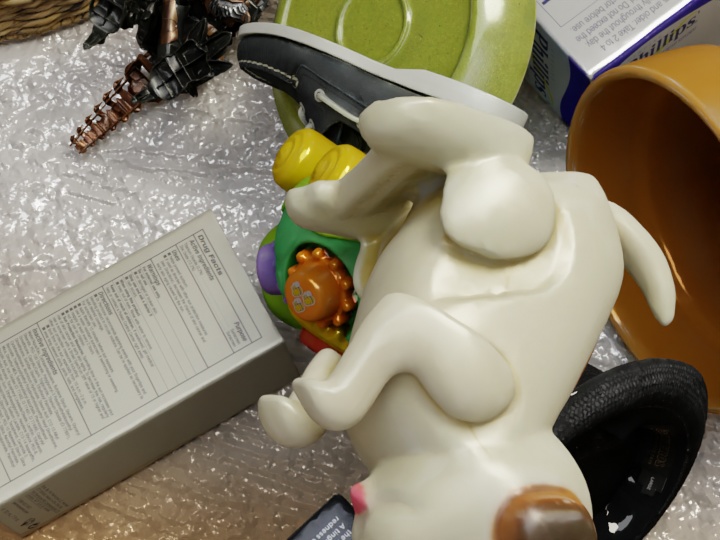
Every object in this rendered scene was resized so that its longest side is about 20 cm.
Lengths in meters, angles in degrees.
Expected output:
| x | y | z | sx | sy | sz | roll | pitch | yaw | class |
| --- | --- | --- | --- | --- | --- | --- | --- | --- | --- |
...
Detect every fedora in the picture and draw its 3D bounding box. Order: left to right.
| x | y | z | sx | sy | sz | roll | pitch | yaw | class |
| --- | --- | --- | --- | --- | --- | --- | --- | --- | --- |
| 0.095 | 0.099 | 0.797 | 0.200 | 0.201 | 0.092 | -39 | 55 | -10 | fedora |

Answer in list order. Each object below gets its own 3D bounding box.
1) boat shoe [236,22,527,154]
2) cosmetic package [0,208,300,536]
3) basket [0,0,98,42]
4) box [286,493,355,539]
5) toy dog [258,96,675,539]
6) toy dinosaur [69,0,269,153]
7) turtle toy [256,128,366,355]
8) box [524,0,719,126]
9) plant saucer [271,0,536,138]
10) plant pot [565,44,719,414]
| x | y | z | sx | sy | sz | roll | pitch | yaw | class |
| --- | --- | --- | --- | --- | --- | --- | --- | --- | --- |
| -0.001 | -0.092 | 0.846 | 0.199 | 0.075 | 0.061 | 22 | 90 | 37 | boat shoe |
| -0.148 | 0.063 | 0.896 | 0.198 | 0.073 | 0.104 | -28 | 68 | -6 | cosmetic package |
| -0.228 | -0.257 | 0.994 | 0.198 | 0.149 | 0.144 | -24 | 67 | -5 | basket |
| 0.022 | 0.241 | 0.737 | 0.124 | 0.200 | 0.197 | -41 | 70 | -10 | box |
| 0.047 | 0.055 | 0.652 | 0.192 | 0.139 | 0.203 | 13 | 69 | -28 | toy dog |
| -0.113 | -0.152 | 0.963 | 0.101 | 0.136 | 0.202 | 24 | 100 | 5 | toy dinosaur |
| 0.000 | 0.000 | 0.821 | 0.145 | 0.200 | 0.102 | 33 | 89 | -21 | turtle toy |
| 0.155 | -0.218 | 0.960 | 0.183 | 0.105 | 0.201 | -36 | 68 | -7 | box |
| 0.014 | -0.148 | 0.908 | 0.198 | 0.031 | 0.203 | -7 | 78 | 35 | plant saucer |
| 0.247 | -0.044 | 0.845 | 0.182 | 0.201 | 0.202 | -20 | 66 | -19 | plant pot |
